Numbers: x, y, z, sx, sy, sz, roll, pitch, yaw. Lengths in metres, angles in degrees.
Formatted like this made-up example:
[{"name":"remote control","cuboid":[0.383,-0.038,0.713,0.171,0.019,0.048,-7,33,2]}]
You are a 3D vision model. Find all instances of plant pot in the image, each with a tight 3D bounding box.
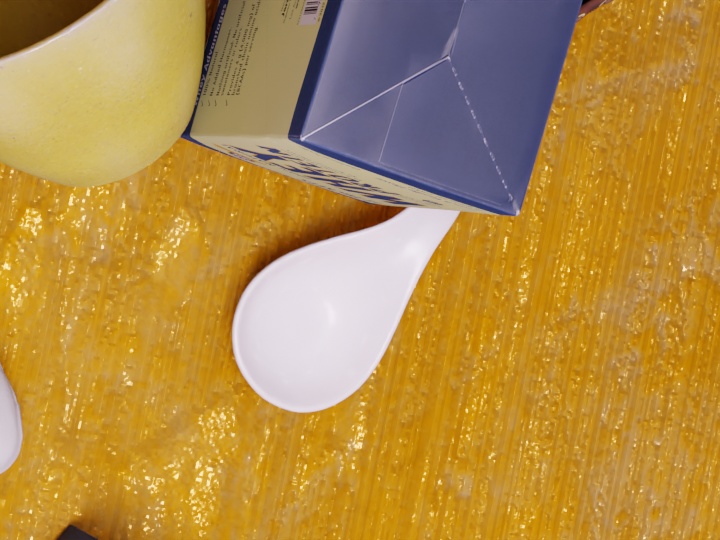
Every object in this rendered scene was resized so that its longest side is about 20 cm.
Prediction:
[{"name":"plant pot","cuboid":[-0.165,-0.131,1.280,0.200,0.200,0.142,-43,134,-16]}]

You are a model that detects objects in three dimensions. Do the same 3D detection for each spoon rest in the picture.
[{"name":"spoon rest","cuboid":[0.000,0.000,1.418,0.099,0.061,0.200,45,75,-20]}]

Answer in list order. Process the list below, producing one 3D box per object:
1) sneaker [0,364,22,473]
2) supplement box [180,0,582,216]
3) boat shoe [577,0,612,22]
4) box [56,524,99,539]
[{"name":"sneaker","cuboid":[-0.241,0.037,1.274,0.079,0.130,0.200,-27,104,-19]},{"name":"supplement box","cuboid":[0.016,-0.146,1.271,0.134,0.200,0.201,18,87,-23]},{"name":"boat shoe","cuboid":[0.154,-0.205,1.469,0.200,0.070,0.070,-42,108,-17]},{"name":"box","cuboid":[-0.139,0.276,1.348,0.148,0.107,0.200,-47,111,-14]}]
